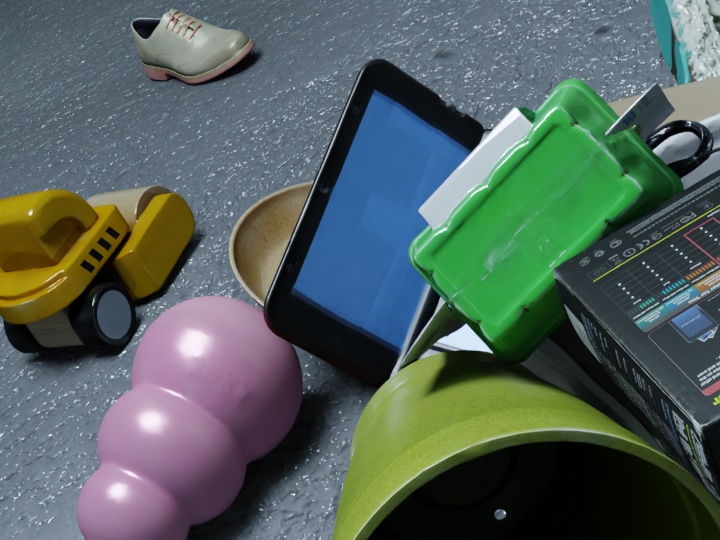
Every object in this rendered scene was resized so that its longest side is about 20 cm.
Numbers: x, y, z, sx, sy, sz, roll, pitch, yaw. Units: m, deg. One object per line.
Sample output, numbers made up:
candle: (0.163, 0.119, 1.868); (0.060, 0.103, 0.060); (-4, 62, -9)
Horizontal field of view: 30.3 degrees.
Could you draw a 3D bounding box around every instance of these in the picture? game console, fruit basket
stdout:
game console: (0.062, -0.017, 0.864); (0.171, 0.119, 0.202); (14, 74, 31)
fruit basket: (0.099, -0.031, 0.729); (0.185, 0.094, 0.200); (-47, -3, 14)

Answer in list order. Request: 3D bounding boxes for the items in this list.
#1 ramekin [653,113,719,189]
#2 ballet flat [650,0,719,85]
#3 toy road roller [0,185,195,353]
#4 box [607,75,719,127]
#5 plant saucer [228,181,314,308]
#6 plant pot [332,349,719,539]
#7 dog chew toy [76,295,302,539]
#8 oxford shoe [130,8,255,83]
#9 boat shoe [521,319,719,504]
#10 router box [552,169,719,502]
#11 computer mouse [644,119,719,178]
ramekin: (0.248, -0.004, 0.793); (0.198, 0.106, 0.201); (-22, 32, 14)
ballet flat: (0.277, -0.179, 1.071); (0.071, 0.072, 0.201); (-19, 38, 17)
toy road roller: (-0.257, -0.028, 1.205); (0.122, 0.147, 0.201); (-5, 38, 33)
box: (0.190, -0.067, 0.956); (0.198, 0.078, 0.095); (-12, 36, 27)
plant saucer: (0.000, 0.000, 0.997); (0.197, 0.036, 0.201); (4, 37, -3)
plant pot: (0.067, 0.134, 0.683); (0.199, 0.202, 0.193); (-28, 20, 2)
dog chew toy: (-0.124, 0.117, 0.920); (0.124, 0.125, 0.201); (4, 52, 42)
oxford shoe: (-0.208, -0.271, 1.582); (0.198, 0.074, 0.071); (4, 44, 42)
boat shoe: (0.156, 0.086, 0.765); (0.060, 0.073, 0.202); (-20, 41, -19)
router box: (0.203, 0.003, 0.578); (0.199, 0.062, 0.150); (-31, 28, -1)
computer mouse: (0.235, -0.068, 0.771); (0.198, 0.034, 0.059); (-8, 57, 40)
